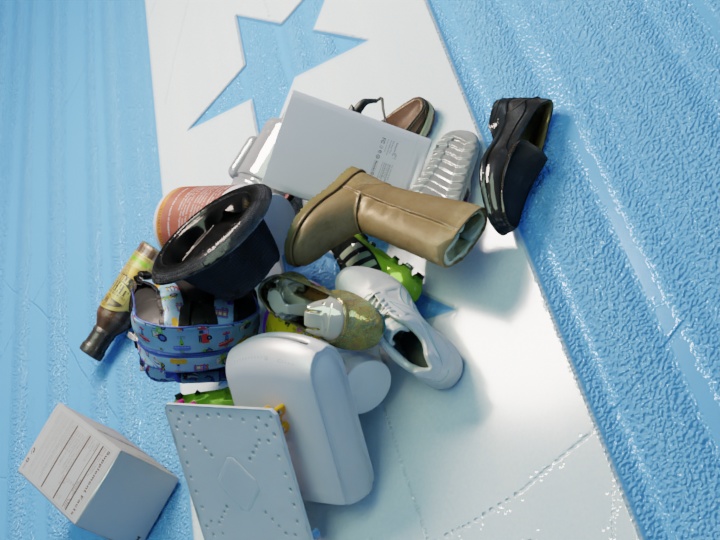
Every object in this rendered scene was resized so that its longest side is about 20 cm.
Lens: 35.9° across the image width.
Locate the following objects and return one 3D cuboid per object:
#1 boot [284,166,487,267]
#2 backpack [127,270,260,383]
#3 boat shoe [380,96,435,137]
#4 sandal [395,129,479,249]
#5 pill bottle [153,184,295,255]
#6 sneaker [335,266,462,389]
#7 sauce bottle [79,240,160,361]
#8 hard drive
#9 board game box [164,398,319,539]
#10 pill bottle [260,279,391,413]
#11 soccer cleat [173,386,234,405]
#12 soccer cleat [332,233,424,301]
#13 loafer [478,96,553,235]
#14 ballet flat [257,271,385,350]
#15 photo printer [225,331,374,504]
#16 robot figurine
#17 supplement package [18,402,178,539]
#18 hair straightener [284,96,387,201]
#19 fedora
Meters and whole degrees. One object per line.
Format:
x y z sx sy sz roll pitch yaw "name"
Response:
0.027 -0.046 1.358 0.199 0.066 0.176 23 61 31 "boot"
-0.216 0.082 1.472 0.200 0.180 0.136 -132 41 -71 "backpack"
0.019 -0.170 1.554 0.203 0.075 0.075 -49 41 5 "boat shoe"
0.107 -0.097 1.446 0.082 0.050 0.204 15 59 31 "sandal"
-0.186 -0.062 1.539 0.199 0.112 0.113 2 64 42 "pill bottle"
0.038 0.058 1.321 0.200 0.080 0.071 42 99 26 "sneaker"
-0.377 0.051 1.775 0.064 0.065 0.201 24 80 48 "sauce bottle"
-0.018 -0.145 1.487 0.027 0.198 0.133 -36 -34 -86 "hard drive"
-0.140 0.252 1.342 0.199 0.202 0.026 -3 17 41 "board game box"
-0.042 0.097 1.400 0.105 0.104 0.200 -51 41 1 "pill bottle"
-0.157 0.189 1.477 0.198 0.082 0.068 -10 41 12 "soccer cleat"
0.000 0.000 1.448 0.081 0.067 0.200 -53 44 -2 "soccer cleat"
0.195 -0.137 1.373 0.072 0.073 0.202 -10 57 32 "loafer"
-0.054 0.048 1.319 0.199 0.071 0.071 23 79 47 "ballet flat"
-0.076 0.170 1.317 0.165 0.202 0.069 -1 19 43 "photo printer"
-0.118 -0.143 1.632 0.168 0.113 0.201 22 78 32 "robot figurine"
-0.370 0.287 1.561 0.199 0.117 0.118 21 77 48 "supplement package"
-0.022 -0.149 1.521 0.201 0.077 0.041 -53 -1 4 "hair straightener"
-0.167 -0.020 1.390 0.200 0.092 0.201 -33 22 15 "fedora"
